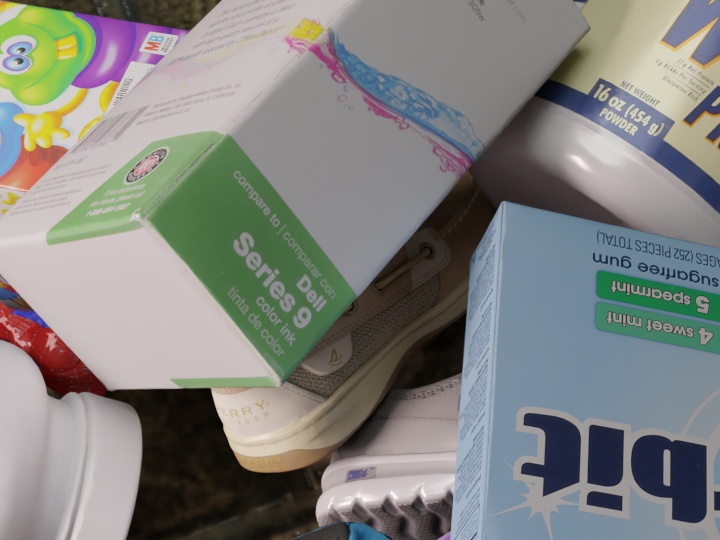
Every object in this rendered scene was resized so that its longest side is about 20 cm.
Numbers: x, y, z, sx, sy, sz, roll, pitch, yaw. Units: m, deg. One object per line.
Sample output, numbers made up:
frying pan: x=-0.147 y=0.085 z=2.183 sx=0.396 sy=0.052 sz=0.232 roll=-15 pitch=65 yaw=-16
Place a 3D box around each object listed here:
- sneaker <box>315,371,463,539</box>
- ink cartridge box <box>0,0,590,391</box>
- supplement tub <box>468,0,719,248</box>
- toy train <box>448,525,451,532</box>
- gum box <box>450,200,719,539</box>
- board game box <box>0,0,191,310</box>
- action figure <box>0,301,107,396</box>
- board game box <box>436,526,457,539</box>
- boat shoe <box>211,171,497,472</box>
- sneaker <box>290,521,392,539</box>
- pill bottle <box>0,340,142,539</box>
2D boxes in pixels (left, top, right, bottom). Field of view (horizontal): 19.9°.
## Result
sneaker: x=0.080 y=0.062 z=0.823 sx=0.199 sy=0.075 sz=0.082 roll=-5 pitch=56 yaw=8
ink cartridge box: x=-0.029 y=-0.052 z=0.785 sx=0.200 sy=0.088 sz=0.145 roll=-51 pitch=22 yaw=-25
supplement tub: x=0.150 y=-0.091 z=0.855 sx=0.145 sy=0.145 sz=0.200 roll=30 pitch=79 yaw=28
toy train: x=0.088 y=0.173 z=0.743 sx=0.114 sy=0.085 sz=0.201 roll=-7 pitch=54 yaw=-6
gum box: x=0.117 y=0.085 z=0.697 sx=0.169 sy=0.045 sz=0.201 roll=12 pitch=58 yaw=-8
board game box: x=-0.173 y=-0.054 z=0.936 sx=0.199 sy=0.105 sz=0.103 roll=11 pitch=57 yaw=17
action figure: x=-0.176 y=0.023 z=0.904 sx=0.199 sy=0.065 sz=0.052 roll=11 pitch=68 yaw=15
board game box: x=0.078 y=0.130 z=0.700 sx=0.200 sy=0.032 sz=0.120 roll=-29 pitch=74 yaw=-28
boat shoe: x=0.000 y=0.000 z=0.860 sx=0.072 sy=0.065 sz=0.200 roll=-4 pitch=32 yaw=39
sneaker: x=-0.004 y=0.182 z=0.704 sx=0.082 sy=0.073 sz=0.201 roll=-39 pitch=56 yaw=34
pill bottle: x=-0.193 y=0.071 z=0.802 sx=0.199 sy=0.112 sz=0.113 roll=15 pitch=51 yaw=-22
